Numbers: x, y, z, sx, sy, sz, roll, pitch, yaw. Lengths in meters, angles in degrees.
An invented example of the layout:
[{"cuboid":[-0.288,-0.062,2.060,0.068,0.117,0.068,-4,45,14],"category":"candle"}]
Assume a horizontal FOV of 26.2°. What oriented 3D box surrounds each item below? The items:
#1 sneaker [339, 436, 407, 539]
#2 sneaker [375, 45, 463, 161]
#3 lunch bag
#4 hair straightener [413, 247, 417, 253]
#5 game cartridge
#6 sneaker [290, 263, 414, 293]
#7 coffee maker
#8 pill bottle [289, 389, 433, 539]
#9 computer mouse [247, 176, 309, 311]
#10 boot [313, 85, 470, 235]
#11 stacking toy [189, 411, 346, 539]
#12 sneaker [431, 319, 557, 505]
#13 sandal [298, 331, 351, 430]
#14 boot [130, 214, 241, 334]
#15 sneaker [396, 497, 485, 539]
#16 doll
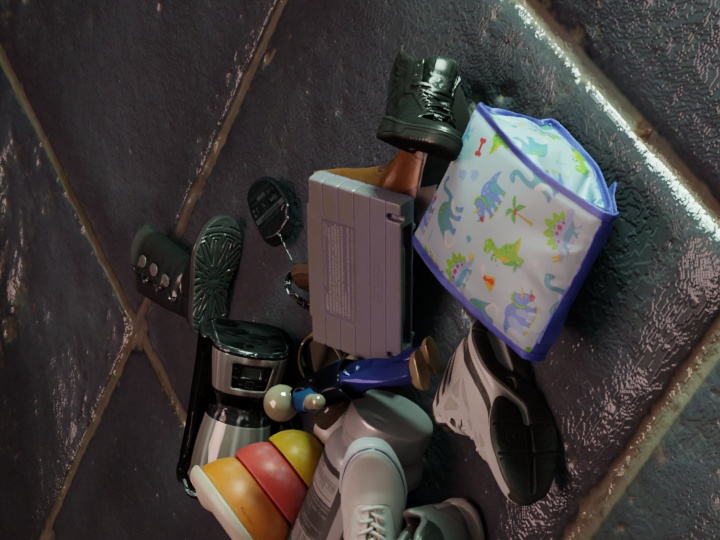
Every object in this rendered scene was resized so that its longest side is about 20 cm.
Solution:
[{"cuboid":[0.015,0.271,1.607,0.071,0.072,0.202,-93,-1,-65],"category":"sneaker"},{"cuboid":[0.066,-0.171,1.548,0.105,0.060,0.200,-66,19,-1],"category":"sneaker"},{"cuboid":[0.160,-0.036,1.488,0.171,0.126,0.200,-66,32,25],"category":"lunch bag"},{"cuboid":[0.049,-0.064,1.708,0.200,0.041,0.078,35,116,48],"category":"hair straightener"},{"cuboid":[0.000,0.000,1.668,0.129,0.038,0.202,21,124,36],"category":"game cartridge"},{"cuboid":[-0.016,0.032,1.766,0.199,0.070,0.076,5,92,54],"category":"sneaker"},{"cuboid":[-0.164,0.163,1.905,0.192,0.134,0.202,25,107,52],"category":"coffee maker"},{"cuboid":[0.002,0.239,1.694,0.113,0.112,0.201,46,124,44],"category":"pill bottle"},{"cuboid":[-0.085,-0.032,1.903,0.059,0.034,0.201,-38,63,26],"category":"computer mouse"},{"cuboid":[0.029,-0.114,1.696,0.199,0.068,0.190,-9,82,45],"category":"boot"},{"cuboid":[-0.082,0.235,1.779,0.146,0.199,0.146,52,170,13],"category":"stacking toy"},{"cuboid":[0.133,0.161,1.572,0.116,0.075,0.202,126,140,-48],"category":"sneaker"},{"cuboid":[-0.044,0.105,1.762,0.082,0.054,0.201,-51,19,27],"category":"sandal"},{"cuboid":[-0.240,-0.021,2.083,0.200,0.065,0.166,33,113,54],"category":"boot"},{"cuboid":[0.082,0.333,1.579,0.075,0.115,0.202,-39,58,44],"category":"sneaker"},{"cuboid":[-0.018,0.120,1.631,0.199,0.136,0.049,-16,101,26],"category":"doll"}]
